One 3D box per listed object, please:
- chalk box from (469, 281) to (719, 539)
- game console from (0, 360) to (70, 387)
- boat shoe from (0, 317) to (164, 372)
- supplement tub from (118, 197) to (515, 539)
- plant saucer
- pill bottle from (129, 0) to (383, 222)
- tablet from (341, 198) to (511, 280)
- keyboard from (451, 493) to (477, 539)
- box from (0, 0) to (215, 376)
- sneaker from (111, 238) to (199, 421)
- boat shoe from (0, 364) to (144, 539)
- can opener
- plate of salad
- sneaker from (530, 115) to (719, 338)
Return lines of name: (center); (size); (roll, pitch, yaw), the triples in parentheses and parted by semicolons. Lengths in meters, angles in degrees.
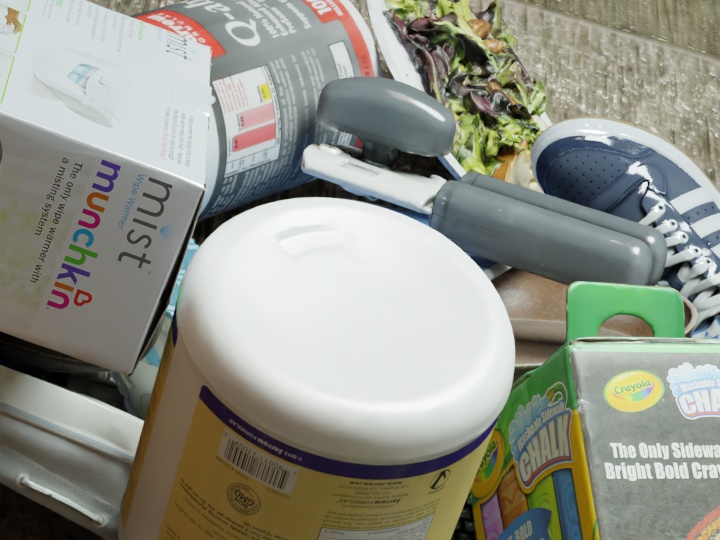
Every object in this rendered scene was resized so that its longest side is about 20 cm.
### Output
chalk box: (0.129, 0.104, 1.187); (0.124, 0.124, 0.201); (3, 65, -22)
game console: (-0.244, -0.031, 1.252); (0.199, 0.117, 0.176); (-3, 41, -28)
boat shoe: (-0.188, 0.003, 1.181); (0.199, 0.075, 0.073); (17, 12, 3)
supplement tub: (-0.025, 0.085, 1.125); (0.145, 0.201, 0.146); (11, 41, -9)
plant saucer: (0.072, 0.036, 1.329); (0.199, 0.035, 0.200); (-1, 13, 0)
pill bottle: (-0.091, -0.086, 1.399); (0.116, 0.116, 0.200); (40, 39, 26)
tablet: (0.000, 0.000, 1.362); (0.130, 0.014, 0.200); (12, 20, 24)
keyboard: (0.067, 0.113, 1.298); (0.199, 0.021, 0.127); (10, 37, -15)
box: (-0.158, -0.061, 1.122); (0.176, 0.097, 0.200); (20, 19, -11)
sneaker: (-0.097, 0.033, 1.255); (0.200, 0.081, 0.076); (39, 34, 11)
boat shoe: (-0.190, 0.070, 1.189); (0.199, 0.069, 0.072); (21, -4, -13)
can opener: (0.063, -0.046, 1.340); (0.199, 0.067, 0.053); (18, 19, 20)
plate of salad: (0.075, -0.098, 1.491); (0.200, 0.048, 0.200); (42, 26, -26)
sneaker: (0.173, 0.004, 1.413); (0.200, 0.070, 0.109); (36, 33, -21)
